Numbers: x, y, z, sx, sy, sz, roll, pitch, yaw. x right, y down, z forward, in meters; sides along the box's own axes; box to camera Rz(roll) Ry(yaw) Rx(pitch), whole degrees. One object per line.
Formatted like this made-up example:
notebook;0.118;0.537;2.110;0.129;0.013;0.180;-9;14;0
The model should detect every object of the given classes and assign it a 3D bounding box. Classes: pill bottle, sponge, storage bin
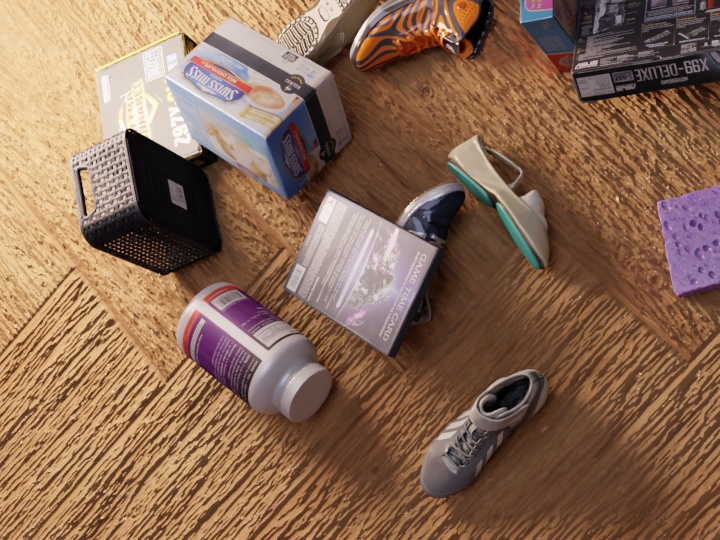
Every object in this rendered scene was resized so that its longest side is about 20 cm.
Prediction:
pill bottle;-0.133;0.107;1.501;0.200;0.112;0.113;34;93;29
sponge;0.438;-0.047;1.309;0.199;0.030;0.112;-15;71;22
storage bin;-0.282;-0.088;1.573;0.093;0.200;0.136;-22;68;20

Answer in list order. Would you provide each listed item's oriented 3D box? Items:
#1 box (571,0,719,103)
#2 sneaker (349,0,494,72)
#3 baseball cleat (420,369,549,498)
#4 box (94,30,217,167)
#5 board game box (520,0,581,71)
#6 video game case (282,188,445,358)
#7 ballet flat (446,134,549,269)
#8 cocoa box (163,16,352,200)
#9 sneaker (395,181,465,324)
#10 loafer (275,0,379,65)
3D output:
box;0.351;-0.278;1.365;0.199;0.050;0.158;-6;47;24
sneaker;0.084;-0.304;1.521;0.200;0.078;0.112;-38;63;13
baseball cleat;0.130;0.184;1.356;0.070;0.106;0.200;45;100;23
box;-0.298;-0.225;1.704;0.159;0.049;0.201;-18;69;19
board game box;0.234;-0.363;1.421;0.040;0.153;0.201;-6;74;26
video game case;0.000;0.000;1.451;0.200;0.019;0.144;30;98;38
ballet flat;0.182;-0.089;1.428;0.069;0.069;0.200;-43;63;10
cocoa box;-0.134;-0.214;1.553;0.200;0.134;0.131;33;68;29
sneaker;0.074;-0.010;1.452;0.200;0.070;0.109;-44;57;17
loafer;-0.043;-0.324;1.597;0.200;0.068;0.076;-40;58;30
